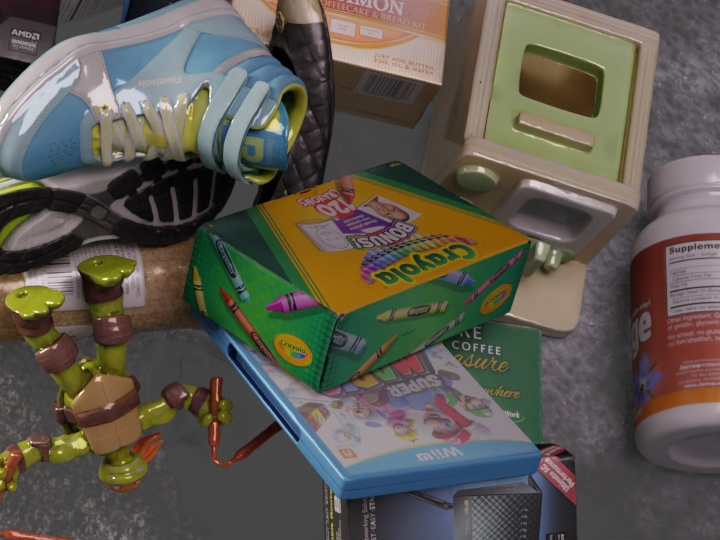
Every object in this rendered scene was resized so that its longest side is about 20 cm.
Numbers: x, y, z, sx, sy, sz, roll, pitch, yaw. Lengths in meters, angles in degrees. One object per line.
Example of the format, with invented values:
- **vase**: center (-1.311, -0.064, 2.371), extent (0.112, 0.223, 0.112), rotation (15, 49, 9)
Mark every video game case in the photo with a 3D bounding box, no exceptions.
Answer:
- **video game case**: center (0.001, 0.068, 1.498), extent (0.143, 0.018, 0.200), rotation (-4, 35, -33)

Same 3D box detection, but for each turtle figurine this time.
- **turtle figurine**: center (-0.153, 0.074, 1.514), extent (0.199, 0.064, 0.162), rotation (-18, 114, -12)

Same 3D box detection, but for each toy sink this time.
- **toy sink**: center (0.118, -0.077, 1.665), extent (0.130, 0.112, 0.201), rotation (17, 63, -11)

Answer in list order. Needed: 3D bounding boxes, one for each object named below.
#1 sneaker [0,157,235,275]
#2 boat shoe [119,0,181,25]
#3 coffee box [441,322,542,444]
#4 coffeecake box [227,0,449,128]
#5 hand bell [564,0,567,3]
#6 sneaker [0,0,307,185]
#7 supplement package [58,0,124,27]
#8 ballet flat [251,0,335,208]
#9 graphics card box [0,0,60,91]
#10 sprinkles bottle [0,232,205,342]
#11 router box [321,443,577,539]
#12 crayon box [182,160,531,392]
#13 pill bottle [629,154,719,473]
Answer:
- **sneaker**: center (-0.169, -0.059, 1.531), extent (0.199, 0.074, 0.081), rotation (-10, 39, -29)
- **boat shoe**: center (-0.116, -0.145, 1.591), extent (0.069, 0.201, 0.084), rotation (27, 18, 27)
- **coffee box**: center (0.058, 0.128, 1.595), extent (0.123, 0.044, 0.201), rotation (7, 66, -16)
- **coffeecake box**: center (-0.017, -0.216, 1.700), extent (0.153, 0.073, 0.201), rotation (11, 64, -12)
- **hand bell**: center (0.130, -0.275, 1.783), extent (0.104, 0.104, 0.201), rotation (-4, 82, -20)
- **sneaker**: center (-0.117, -0.088, 1.459), extent (0.200, 0.080, 0.130), rotation (-32, 55, -30)
- **supplement package**: center (-0.244, -0.222, 1.598), extent (0.200, 0.120, 0.122), rotation (-22, 78, -26)
- **ballet flat**: center (-0.050, -0.091, 1.596), extent (0.057, 0.066, 0.201), rotation (1, 101, -16)
- **graphics card box**: center (-0.242, -0.214, 1.500), extent (0.125, 0.051, 0.201), rotation (12, 67, -15)
- **sprinkles bottle**: center (-0.170, 0.010, 1.554), extent (0.199, 0.068, 0.068), rotation (-3, 69, -20)
- **router box**: center (0.057, 0.210, 1.504), extent (0.149, 0.062, 0.201), rotation (-3, 92, -15)
- **crayon box**: center (0.000, 0.000, 1.536), extent (0.119, 0.058, 0.200), rotation (32, 32, 29)
- **pill bottle**: center (0.240, 0.029, 1.662), extent (0.112, 0.112, 0.201), rotation (8, 65, -15)
